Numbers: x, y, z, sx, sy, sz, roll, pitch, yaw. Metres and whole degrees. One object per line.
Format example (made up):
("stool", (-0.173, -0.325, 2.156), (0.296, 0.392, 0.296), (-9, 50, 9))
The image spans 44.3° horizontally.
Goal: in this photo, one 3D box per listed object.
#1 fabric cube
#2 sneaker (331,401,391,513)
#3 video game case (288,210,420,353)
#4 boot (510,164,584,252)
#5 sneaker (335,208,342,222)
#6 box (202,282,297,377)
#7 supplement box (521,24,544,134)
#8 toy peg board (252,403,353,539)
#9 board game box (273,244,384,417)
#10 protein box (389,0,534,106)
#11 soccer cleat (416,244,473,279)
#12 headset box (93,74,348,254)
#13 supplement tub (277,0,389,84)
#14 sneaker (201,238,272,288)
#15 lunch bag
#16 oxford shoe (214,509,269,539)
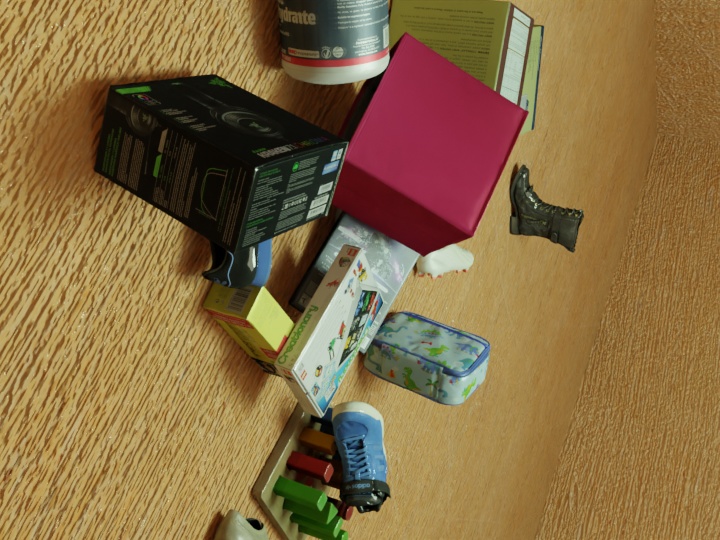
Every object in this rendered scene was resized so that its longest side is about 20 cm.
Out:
("fabric cube", (0.075, -0.162, 1.213), (0.198, 0.198, 0.200), (-65, -169, -14))
("sneaker", (0.001, 0.286, 1.309), (0.201, 0.075, 0.112), (78, 10, -49))
("video game case", (0.000, 0.000, 1.305), (0.142, 0.019, 0.202), (35, 77, -23))
("boot", (0.447, -0.149, 2.104), (0.069, 0.172, 0.202), (-46, 140, -47))
("sneaker", (0.000, -0.015, 1.371), (0.082, 0.076, 0.203), (-17, 117, -68))
("box", (-0.126, 0.080, 1.153), (0.051, 0.074, 0.201), (-65, 152, -22))
("supplement box", (0.240, -0.354, 1.641), (0.199, 0.133, 0.203), (-28, 126, -57))
("toy peg board", (-0.053, 0.317, 1.373), (0.200, 0.097, 0.201), (-61, 150, -31))
("board game box", (-0.037, 0.082, 1.204), (0.201, 0.034, 0.127), (-60, 148, -27))
("protein box", (0.149, -0.315, 1.399), (0.134, 0.196, 0.203), (-6, 106, -62))
("soccer cleat", (0.169, -0.033, 1.715), (0.199, 0.068, 0.079), (-14, 111, -59))
("headset box", (-0.144, -0.120, 0.901), (0.174, 0.198, 0.094), (-27, 141, -57))
("supplement tub", (-0.034, -0.343, 1.082), (0.140, 0.139, 0.203), (-40, 135, -51))
("sneaker", (-0.147, -0.081, 1.048), (0.077, 0.070, 0.203), (4, 79, -29))
("lunch bag", (0.117, 0.145, 1.529), (0.160, 0.198, 0.084), (-28, 133, -55))
("oxford shoe", (-0.143, 0.395, 1.257), (0.200, 0.069, 0.076), (58, 44, -56))
